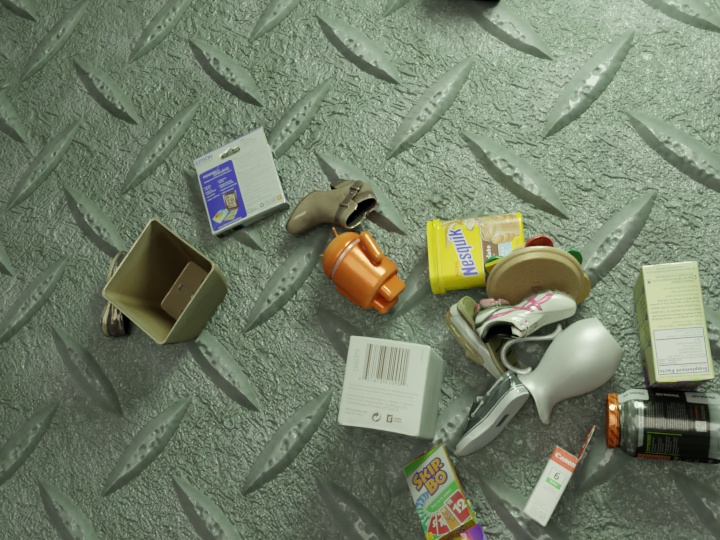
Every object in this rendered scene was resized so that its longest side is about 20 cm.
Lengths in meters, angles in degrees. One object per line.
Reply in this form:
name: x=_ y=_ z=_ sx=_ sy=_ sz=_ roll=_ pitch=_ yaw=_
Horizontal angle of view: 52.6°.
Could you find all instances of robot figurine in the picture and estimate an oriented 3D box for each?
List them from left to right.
robot figurine: x=0.001 y=-0.002 z=1.536 sx=0.199 sy=0.144 sz=0.117 roll=39 pitch=79 yaw=14

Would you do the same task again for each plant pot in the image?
plant pot: x=-0.408 y=0.040 z=1.616 sx=0.198 sy=0.177 sz=0.202 roll=33 pitch=87 yaw=20

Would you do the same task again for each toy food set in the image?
toy food set: x=0.341 y=0.021 z=1.414 sx=0.196 sy=0.200 sz=0.049 roll=-19 pitch=38 yaw=21

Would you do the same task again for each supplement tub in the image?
supplement tub: x=0.547 y=0.278 z=1.314 sx=0.194 sy=0.123 sz=0.126 roll=2 pitch=77 yaw=15

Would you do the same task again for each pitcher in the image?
pitcher: x=0.381 y=0.165 z=1.386 sx=0.199 sy=0.121 sz=0.173 roll=-40 pitch=85 yaw=11

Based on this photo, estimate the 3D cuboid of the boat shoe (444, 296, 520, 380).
boat shoe: x=0.246 y=0.152 z=1.462 sx=0.068 sy=0.074 sz=0.202 roll=-40 pitch=79 yaw=39

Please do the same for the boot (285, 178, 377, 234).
boot: x=-0.060 y=-0.127 z=1.587 sx=0.200 sy=0.071 sz=0.146 roll=-43 pitch=39 yaw=-6

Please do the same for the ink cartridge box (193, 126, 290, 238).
ink cartridge box: x=-0.281 y=-0.206 z=1.711 sx=0.194 sy=0.043 sz=0.205 roll=-22 pitch=74 yaw=10

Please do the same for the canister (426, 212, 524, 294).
canister: x=0.240 y=-0.037 z=1.499 sx=0.194 sy=0.087 sz=0.153 roll=-6 pitch=76 yaw=13

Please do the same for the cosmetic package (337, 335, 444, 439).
cosmetic package: x=0.065 y=0.234 z=1.421 sx=0.160 sy=0.200 sz=0.170 roll=6 pitch=77 yaw=17

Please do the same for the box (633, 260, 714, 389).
box: x=0.563 y=0.106 z=1.322 sx=0.094 sy=0.176 sz=0.206 roll=-5 pitch=75 yaw=15

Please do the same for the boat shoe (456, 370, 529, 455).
boat shoe: x=0.243 y=0.277 z=1.408 sx=0.202 sy=0.070 sz=0.068 roll=-57 pitch=47 yaw=29

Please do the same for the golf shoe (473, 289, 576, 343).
golf shoe: x=0.316 y=0.096 z=1.387 sx=0.194 sy=0.074 sz=0.094 roll=-11 pitch=43 yaw=13

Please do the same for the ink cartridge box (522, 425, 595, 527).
ink cartridge box: x=0.368 y=0.369 z=1.350 sx=0.050 sy=0.109 sz=0.203 roll=27 pitch=85 yaw=20

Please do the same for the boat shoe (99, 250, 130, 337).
boat shoe: x=-0.558 y=0.058 z=1.720 sx=0.071 sy=0.074 sz=0.206 roll=7 pitch=87 yaw=7

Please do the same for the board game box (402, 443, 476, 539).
board game box: x=0.144 y=0.421 z=1.389 sx=0.094 sy=0.030 sz=0.201 roll=-32 pitch=32 yaw=7

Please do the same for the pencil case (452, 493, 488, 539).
pencil case: x=0.213 y=0.530 z=1.370 sx=0.087 sy=0.088 sz=0.204 roll=-27 pitch=71 yaw=8
